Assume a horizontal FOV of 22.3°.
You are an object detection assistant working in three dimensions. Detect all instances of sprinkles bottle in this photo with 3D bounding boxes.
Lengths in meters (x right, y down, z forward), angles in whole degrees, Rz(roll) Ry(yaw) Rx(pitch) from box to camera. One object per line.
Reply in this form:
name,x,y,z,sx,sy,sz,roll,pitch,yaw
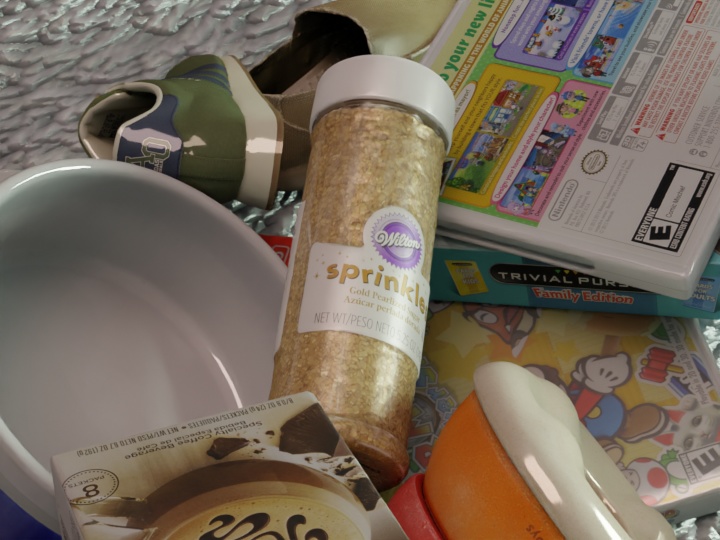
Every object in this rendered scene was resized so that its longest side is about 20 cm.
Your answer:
sprinkles bottle,0.000,0.000,0.832,0.068,0.068,0.200,1,60,13

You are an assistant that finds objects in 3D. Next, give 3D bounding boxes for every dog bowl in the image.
dog bowl,-0.112,0.051,0.836,0.200,0.079,0.200,23,47,-26

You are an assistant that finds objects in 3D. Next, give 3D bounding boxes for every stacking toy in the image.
stacking toy,0.031,0.147,0.776,0.200,0.146,0.146,-38,49,9

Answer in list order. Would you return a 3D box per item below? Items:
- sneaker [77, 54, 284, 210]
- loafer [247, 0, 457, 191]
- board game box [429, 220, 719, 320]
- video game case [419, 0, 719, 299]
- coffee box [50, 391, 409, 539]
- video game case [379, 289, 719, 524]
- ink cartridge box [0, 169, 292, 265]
sneaker,-0.105,-0.079,0.963,0.090,0.067,0.200,4,14,-17
loafer,0.005,-0.126,1.039,0.076,0.067,0.200,27,61,30
board game box,0.128,-0.050,0.935,0.200,0.047,0.151,3,51,16
video game case,0.115,-0.086,0.922,0.182,0.022,0.200,16,57,24
coffee box,-0.034,0.136,0.666,0.113,0.080,0.200,-14,31,-17
video game case,0.080,0.053,0.902,0.182,0.023,0.200,-16,49,-1
ink cartridge box,-0.140,0.038,0.951,0.174,0.044,0.200,4,52,18
